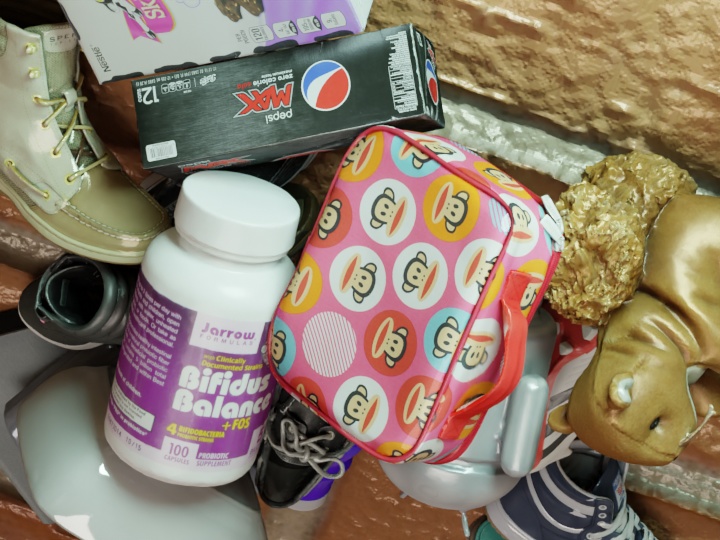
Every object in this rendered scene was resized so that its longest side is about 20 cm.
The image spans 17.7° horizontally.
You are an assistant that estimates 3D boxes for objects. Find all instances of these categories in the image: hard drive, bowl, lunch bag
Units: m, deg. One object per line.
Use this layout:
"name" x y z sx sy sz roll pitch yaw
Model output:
"hard drive" -0.249 0.118 1.877 0.139 0.033 0.200 -15 126 26
"bowl" -0.151 0.152 1.715 0.200 0.200 0.075 34 102 -23
"lunch bag" 0.041 0.022 1.504 0.176 0.082 0.201 35 107 35

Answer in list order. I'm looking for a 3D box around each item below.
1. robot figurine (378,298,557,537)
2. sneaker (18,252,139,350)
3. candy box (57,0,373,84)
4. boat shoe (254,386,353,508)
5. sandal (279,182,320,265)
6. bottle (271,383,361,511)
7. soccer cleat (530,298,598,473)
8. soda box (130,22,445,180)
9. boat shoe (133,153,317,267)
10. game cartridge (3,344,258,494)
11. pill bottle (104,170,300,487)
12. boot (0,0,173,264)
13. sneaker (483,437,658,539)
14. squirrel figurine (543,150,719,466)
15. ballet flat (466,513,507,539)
"robot figurine" 0.073 0.084 1.641 0.112 0.169 0.201 2 109 -32
"sneaker" -0.211 0.017 1.704 0.199 0.071 0.099 6 168 46
"candy box" -0.110 -0.221 1.507 0.199 0.072 0.168 -9 128 23
"boat shoe" -0.037 0.112 1.666 0.073 0.068 0.199 20 147 -13
"sandal" -0.083 0.004 1.697 0.054 0.082 0.200 27 133 -22
"bottle" -0.028 0.105 1.778 0.083 0.065 0.201 17 133 -1
"soccer cleat" 0.159 0.064 1.695 0.069 0.085 0.201 43 121 35
"soda box" -0.048 -0.112 1.556 0.199 0.071 0.064 -10 83 13
"boat shoe" -0.100 -0.063 1.648 0.200 0.068 0.072 -30 117 35
"game cartridge" -0.179 0.144 1.838 0.133 0.042 0.200 -41 119 12
"pill bottle" -0.104 0.038 1.590 0.112 0.112 0.201 16 115 2
"boot" -0.205 -0.107 1.608 0.200 0.072 0.155 34 134 21
"sneaker" 0.204 0.204 1.797 0.199 0.070 0.109 32 134 -9
"squirrel figurine" 0.185 0.027 1.551 0.200 0.187 0.141 47 155 -11
"ballet flat" 0.163 0.258 1.864 0.199 0.068 0.067 31 164 -10
